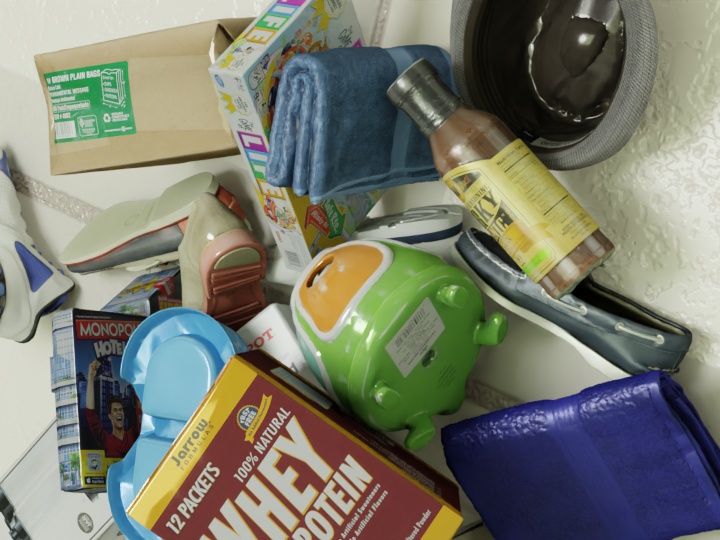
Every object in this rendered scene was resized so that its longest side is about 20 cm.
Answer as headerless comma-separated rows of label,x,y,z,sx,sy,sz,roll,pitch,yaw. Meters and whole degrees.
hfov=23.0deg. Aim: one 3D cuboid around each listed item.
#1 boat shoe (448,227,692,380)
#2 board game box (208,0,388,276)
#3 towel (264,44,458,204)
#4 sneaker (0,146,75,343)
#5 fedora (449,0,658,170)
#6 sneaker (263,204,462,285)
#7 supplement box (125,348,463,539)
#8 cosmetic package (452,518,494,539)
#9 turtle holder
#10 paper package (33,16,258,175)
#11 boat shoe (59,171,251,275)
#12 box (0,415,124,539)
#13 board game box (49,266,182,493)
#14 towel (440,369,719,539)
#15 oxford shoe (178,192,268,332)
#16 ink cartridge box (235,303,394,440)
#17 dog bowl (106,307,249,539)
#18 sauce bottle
boat shoe,0.159,0.019,1.348,0.200,0.075,0.062,36,115,20
board game box,-0.037,-0.114,1.356,0.034,0.135,0.200,14,141,33
towel,0.010,-0.115,1.346,0.048,0.200,0.112,17,107,33
sneaker,-0.332,-0.009,1.654,0.080,0.115,0.200,-31,52,30
fedora,0.156,-0.174,1.306,0.177,0.090,0.201,26,123,29
sneaker,0.000,0.000,1.451,0.200,0.076,0.081,-6,105,34
supplement box,-0.041,0.168,1.294,0.197,0.200,0.133,35,91,3
cosmetic package,0.043,0.299,1.453,0.071,0.105,0.200,50,118,17
turtle holder,0.028,0.045,1.358,0.132,0.185,0.141,32,105,32
paper package,-0.129,-0.143,1.434,0.200,0.190,0.104,-5,94,34
boat shoe,-0.185,-0.028,1.566,0.200,0.071,0.063,-19,126,34
box,-0.273,0.216,1.663,0.200,0.060,0.117,-45,74,30
board game box,-0.201,0.093,1.543,0.062,0.200,0.201,-13,77,32
towel,0.175,0.151,1.352,0.200,0.050,0.148,-18,115,31
oxford shoe,-0.121,0.010,1.502,0.074,0.071,0.200,61,154,28
ink cartridge box,-0.060,0.147,1.477,0.144,0.085,0.200,-38,70,17
dog bowl,-0.142,0.131,1.444,0.111,0.050,0.201,6,88,27
sauce bottle,0.099,-0.069,1.294,0.200,0.065,0.065,48,119,8
